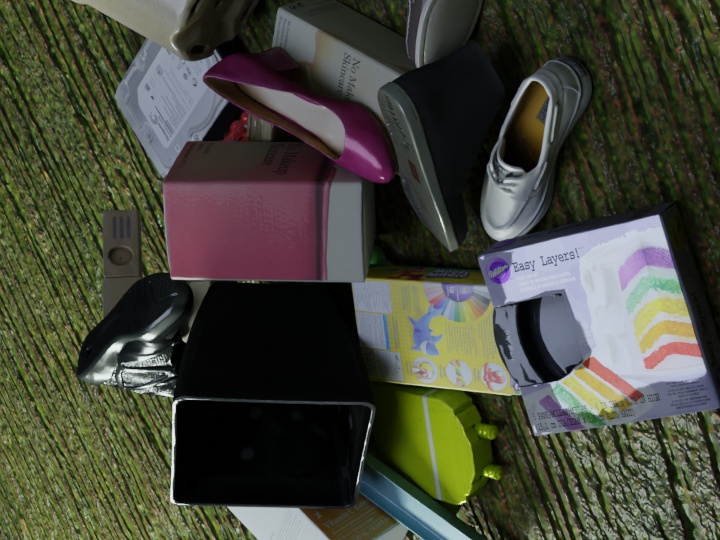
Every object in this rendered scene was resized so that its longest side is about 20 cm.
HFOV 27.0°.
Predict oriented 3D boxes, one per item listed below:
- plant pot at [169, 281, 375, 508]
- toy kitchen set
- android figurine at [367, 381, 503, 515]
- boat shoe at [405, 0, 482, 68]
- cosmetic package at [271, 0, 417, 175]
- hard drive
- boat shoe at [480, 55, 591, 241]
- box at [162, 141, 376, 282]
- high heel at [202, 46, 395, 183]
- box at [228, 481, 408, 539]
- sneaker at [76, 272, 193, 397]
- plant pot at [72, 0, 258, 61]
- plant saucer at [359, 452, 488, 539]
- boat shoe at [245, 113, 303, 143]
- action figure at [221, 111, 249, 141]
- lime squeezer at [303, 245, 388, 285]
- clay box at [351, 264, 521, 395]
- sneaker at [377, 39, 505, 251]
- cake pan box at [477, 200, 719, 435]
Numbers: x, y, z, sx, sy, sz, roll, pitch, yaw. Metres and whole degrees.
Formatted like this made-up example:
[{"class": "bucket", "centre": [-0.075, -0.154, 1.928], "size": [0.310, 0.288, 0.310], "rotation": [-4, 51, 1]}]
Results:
[{"class": "plant pot", "centre": [-0.097, 0.122, 1.582], "size": [0.200, 0.199, 0.178], "rotation": [100, 169, -51]}, {"class": "toy kitchen set", "centre": [-0.191, -0.005, 1.696], "size": [0.163, 0.199, 0.181], "rotation": [97, 168, -51]}, {"class": "android figurine", "centre": [0.069, 0.178, 1.600], "size": [0.200, 0.041, 0.183], "rotation": [6, 112, 44]}, {"class": "boat shoe", "centre": [0.073, -0.277, 1.360], "size": [0.059, 0.072, 0.201], "rotation": [36, 127, 36]}, {"class": "cosmetic package", "centre": [0.004, -0.181, 1.471], "size": [0.200, 0.071, 0.106], "rotation": [32, 128, 31]}, {"class": "hard drive", "centre": [-0.199, -0.204, 1.684], "size": [0.140, 0.038, 0.200], "rotation": [58, 139, 14]}, {"class": "boat shoe", "centre": [0.145, -0.102, 1.369], "size": [0.071, 0.070, 0.200], "rotation": [43, 134, 22]}, {"class": "box", "centre": [-0.088, -0.061, 1.513], "size": [0.199, 0.128, 0.109], "rotation": [0, 114, 5]}, {"class": "high heel", "centre": [-0.058, -0.141, 1.427], "size": [0.200, 0.096, 0.067], "rotation": [47, 136, 18]}, {"class": "box", "centre": [-0.055, 0.257, 1.701], "size": [0.200, 0.124, 0.098], "rotation": [42, 133, 22]}, {"class": "sneaker", "centre": [-0.209, 0.072, 1.589], "size": [0.199, 0.114, 0.076], "rotation": [-42, 39, 41]}, {"class": "plant pot", "centre": [-0.205, -0.317, 1.536], "size": [0.183, 0.200, 0.201], "rotation": [39, 132, 16]}, {"class": "plant saucer", "centre": [0.073, 0.267, 1.611], "size": [0.200, 0.019, 0.070], "rotation": [34, 147, 18]}, {"class": "boat shoe", "centre": [-0.094, -0.096, 1.619], "size": [0.064, 0.071, 0.201], "rotation": [31, 123, 42]}, {"class": "action figure", "centre": [-0.144, -0.101, 1.680], "size": [0.065, 0.052, 0.200], "rotation": [46, 133, 26]}, {"class": "lime squeezer", "centre": [0.000, 0.000, 1.599], "size": [0.200, 0.038, 0.071], "rotation": [7, 145, 43]}, {"class": "clay box", "centre": [0.091, 0.058, 1.498], "size": [0.199, 0.048, 0.115], "rotation": [4, 110, 31]}, {"class": "sneaker", "centre": [0.093, -0.110, 1.385], "size": [0.075, 0.106, 0.200], "rotation": [47, 163, 43]}, {"class": "cake pan box", "centre": [0.217, 0.047, 1.358], "size": [0.199, 0.052, 0.185], "rotation": [-12, 98, 35]}]
